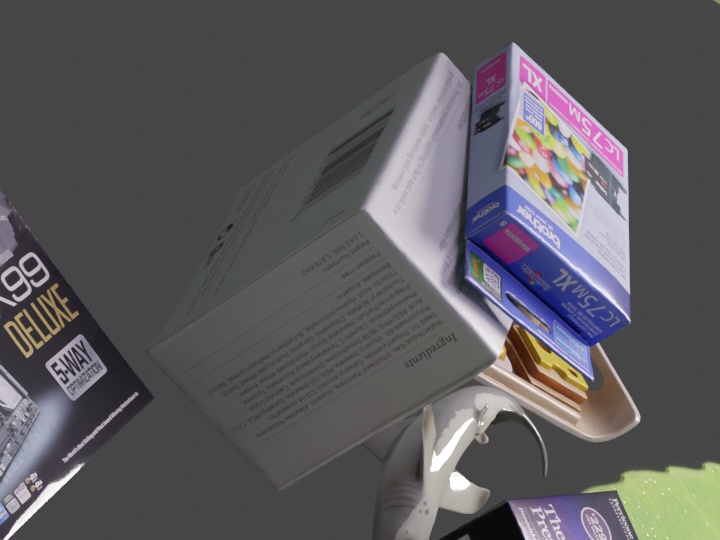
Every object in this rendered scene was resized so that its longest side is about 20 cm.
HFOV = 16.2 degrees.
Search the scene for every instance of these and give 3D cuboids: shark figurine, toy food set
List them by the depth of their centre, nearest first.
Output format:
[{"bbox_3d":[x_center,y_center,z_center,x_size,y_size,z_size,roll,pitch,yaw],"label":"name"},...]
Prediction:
[{"bbox_3d":[0.047,0.111,1.684,0.214,0.089,0.129,-40,131,-49],"label":"shark figurine"},{"bbox_3d":[0.108,0.030,1.792,0.200,0.060,0.144,30,21,-36],"label":"toy food set"}]

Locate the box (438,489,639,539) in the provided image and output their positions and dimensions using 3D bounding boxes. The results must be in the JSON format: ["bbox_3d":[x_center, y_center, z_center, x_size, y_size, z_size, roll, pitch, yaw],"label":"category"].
[{"bbox_3d":[0.143,0.247,1.610,0.141,0.079,0.201,4,57,-56],"label":"box"}]

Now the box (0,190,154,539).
[{"bbox_3d":[-0.219,0.061,1.388,0.158,0.050,0.200,55,33,-6],"label":"box"}]

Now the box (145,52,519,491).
[{"bbox_3d":[0.000,0.000,1.590,0.131,0.200,0.199,47,34,-15],"label":"box"}]

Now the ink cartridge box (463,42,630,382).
[{"bbox_3d":[0.117,-0.038,1.557,0.119,0.042,0.201,40,36,-27],"label":"ink cartridge box"}]
